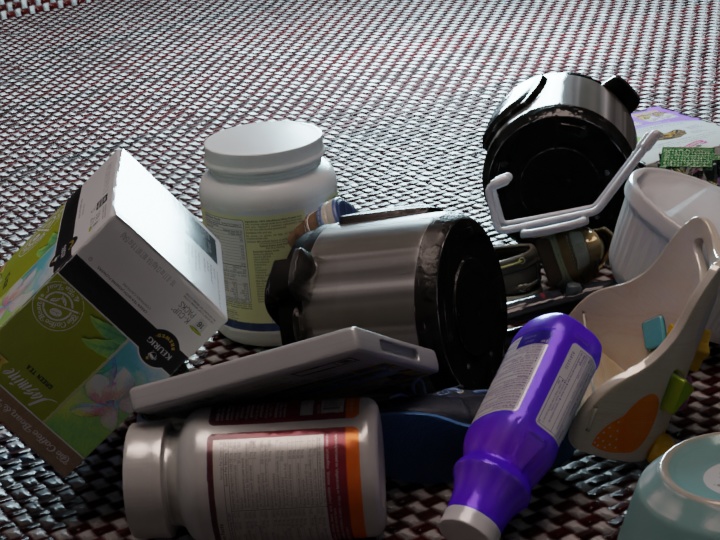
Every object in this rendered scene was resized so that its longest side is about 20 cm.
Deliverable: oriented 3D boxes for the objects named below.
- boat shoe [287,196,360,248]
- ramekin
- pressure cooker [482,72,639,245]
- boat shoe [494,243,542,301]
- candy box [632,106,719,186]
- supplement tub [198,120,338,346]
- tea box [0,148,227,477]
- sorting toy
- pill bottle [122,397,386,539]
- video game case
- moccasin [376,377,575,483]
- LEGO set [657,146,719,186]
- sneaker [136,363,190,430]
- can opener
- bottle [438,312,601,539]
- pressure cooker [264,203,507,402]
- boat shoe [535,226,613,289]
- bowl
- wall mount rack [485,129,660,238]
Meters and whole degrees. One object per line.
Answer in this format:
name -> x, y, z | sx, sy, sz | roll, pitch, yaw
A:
boat shoe -> 0.000, 0.000, 1.682 | 0.072, 0.200, 0.073 | -24, 44, 22
ramekin -> 0.329, -0.010, 1.625 | 0.200, 0.095, 0.203 | 21, 23, -9
pressure cooker -> 0.226, -0.126, 1.912 | 0.174, 0.181, 0.200 | 1, 23, 9
boat shoe -> 0.092, 0.002, 1.784 | 0.199, 0.061, 0.072 | 0, 21, 13
candy box -> 0.358, -0.135, 2.070 | 0.166, 0.072, 0.200 | -14, 22, -23
supplement tub -> -0.090, -0.039, 1.737 | 0.143, 0.202, 0.145 | -4, 20, 2
tea box -> -0.225, 0.031, 1.436 | 0.197, 0.134, 0.200 | -45, 18, 9
sorting toy -> 0.252, 0.049, 1.424 | 0.106, 0.181, 0.200 | 24, 22, -6
pill bottle -> -0.081, 0.160, 1.336 | 0.197, 0.111, 0.110 | -4, 20, 4
video game case -> -0.058, 0.088, 1.370 | 0.198, 0.023, 0.182 | -17, -14, 19
moccasin -> 0.081, 0.136, 1.426 | 0.197, 0.081, 0.068 | 5, 29, -11
LEGO set -> 0.395, -0.049, 1.834 | 0.197, 0.116, 0.155 | -5, 49, 12
sneaker -> -0.192, 0.087, 1.584 | 0.077, 0.092, 0.200 | -11, 21, -19
can opener -> 0.182, 0.046, 1.641 | 0.197, 0.064, 0.079 | -7, 16, -4
bottle -> 0.123, 0.128, 1.334 | 0.083, 0.065, 0.201 | -35, 22, 56
pressure cooker -> 0.015, 0.038, 1.528 | 0.198, 0.178, 0.179 | -6, 18, 28
boat shoe -> 0.226, -0.015, 1.726 | 0.075, 0.072, 0.200 | -22, 1, 9
bowl -> 0.268, 0.184, 1.196 | 0.198, 0.106, 0.201 | -5, 19, 2
wall mount rack -> 0.211, -0.081, 1.653 | 0.172, 0.075, 0.200 | -13, 3, 8
